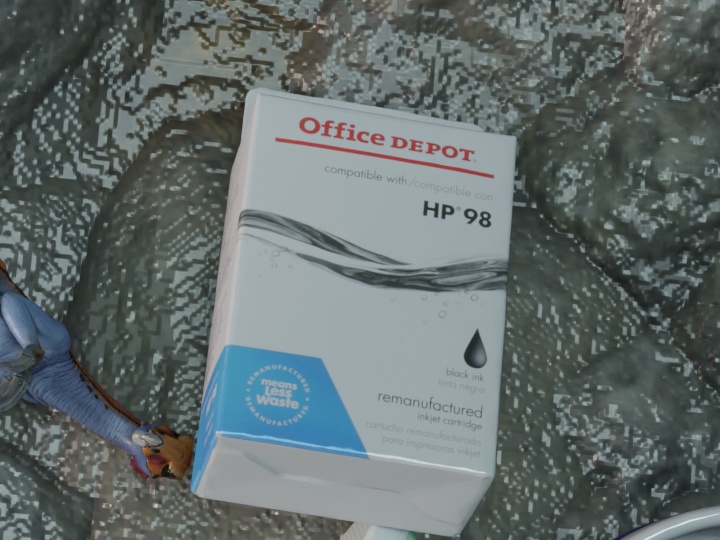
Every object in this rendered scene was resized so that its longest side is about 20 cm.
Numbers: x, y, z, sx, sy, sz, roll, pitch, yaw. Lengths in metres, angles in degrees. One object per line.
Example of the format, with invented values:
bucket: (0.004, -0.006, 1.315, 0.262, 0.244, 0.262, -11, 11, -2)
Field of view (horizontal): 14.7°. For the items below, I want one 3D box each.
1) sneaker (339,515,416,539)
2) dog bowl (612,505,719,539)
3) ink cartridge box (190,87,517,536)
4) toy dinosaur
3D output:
sneaker: (0.019, 0.205, 1.159, 0.118, 0.074, 0.201, 18, 77, -11)
dog bowl: (0.157, 0.200, 1.174, 0.200, 0.079, 0.201, 1, 81, -9)
ink cartridge box: (0.000, 0.000, 1.161, 0.116, 0.067, 0.200, 9, 61, -7)
toy dinosaur: (-0.147, 0.018, 1.159, 0.181, 0.105, 0.200, 21, 65, -25)
